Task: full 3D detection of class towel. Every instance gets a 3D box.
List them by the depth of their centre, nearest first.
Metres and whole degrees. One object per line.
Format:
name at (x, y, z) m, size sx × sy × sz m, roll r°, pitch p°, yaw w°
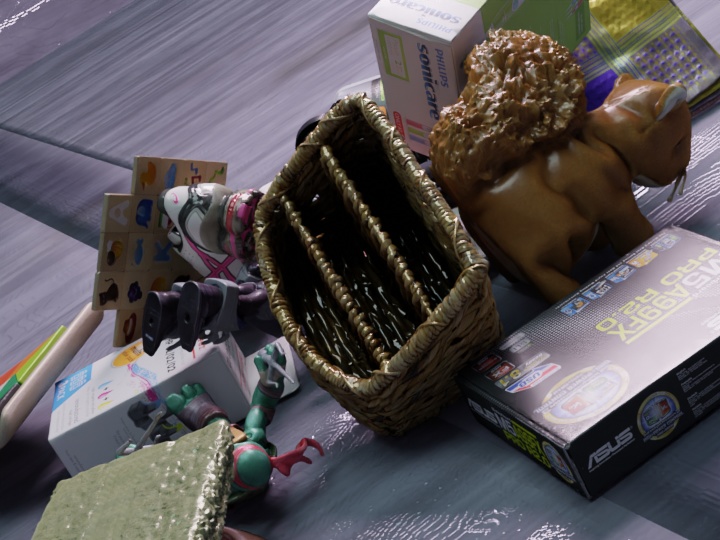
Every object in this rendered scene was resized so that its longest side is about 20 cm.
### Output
towel at (-0.148, 0.172, 0.970) m, size 0.148 × 0.037 × 0.200 m, roll -23°, pitch 22°, yaw 11°
towel at (0.215, -0.171, 1.354) m, size 0.199 × 0.144 × 0.023 m, roll -30°, pitch -16°, yaw -9°

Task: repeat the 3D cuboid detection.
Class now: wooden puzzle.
wooden puzzle at (-0.323, 0.126, 1.370) m, size 0.200 × 0.037 × 0.185 m, roll -42°, pitch 11°, yaw 36°

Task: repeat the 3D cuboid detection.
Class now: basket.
basket at (0.000, 0.000, 1.104) m, size 0.142 × 0.149 × 0.200 m, roll -29°, pitch 57°, yaw -3°

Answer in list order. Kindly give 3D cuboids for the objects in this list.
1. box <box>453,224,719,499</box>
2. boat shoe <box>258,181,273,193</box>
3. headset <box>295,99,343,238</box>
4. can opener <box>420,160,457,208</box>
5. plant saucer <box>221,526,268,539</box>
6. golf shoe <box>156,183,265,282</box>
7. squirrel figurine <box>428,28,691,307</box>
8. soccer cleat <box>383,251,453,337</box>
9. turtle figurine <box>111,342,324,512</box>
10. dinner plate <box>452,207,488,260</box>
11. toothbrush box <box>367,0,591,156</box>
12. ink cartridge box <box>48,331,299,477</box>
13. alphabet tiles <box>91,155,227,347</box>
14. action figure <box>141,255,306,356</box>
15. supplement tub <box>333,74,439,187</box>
box at (0.181, 0.053, 1.017) m, size 0.199 × 0.044 × 0.160 m, roll -34°, pitch 22°, yaw -11°
boat shoe at (-0.096, -0.046, 1.507) m, size 0.068 × 0.072 × 0.200 m, roll -38°, pitch 15°, yaw -2°
headset at (-0.015, -0.069, 1.329) m, size 0.200 × 0.093 × 0.124 m, roll 137°, pitch 142°, yaw -70°
can opener at (0.088, -0.079, 1.328) m, size 0.199 × 0.064 × 0.079 m, roll -8°, pitch 30°, yaw 40°
plant saucer at (-0.138, 0.235, 1.019) m, size 0.199 × 0.035 × 0.201 m, roll -24°, pitch 23°, yaw 11°
golf shoe at (-0.122, -0.027, 1.370) m, size 0.092 × 0.200 × 0.073 m, roll 13°, pitch 68°, yaw 12°
squirrel figurine at (0.156, -0.093, 1.154) m, size 0.187 × 0.200 × 0.142 m, roll -42°, pitch 17°, yaw -2°
soccer cleat at (0.030, -0.010, 1.235) m, size 0.085 × 0.069 × 0.200 m, roll -19°, pitch 45°, yaw -8°
turtle figurine at (-0.111, 0.129, 1.128) m, size 0.149 × 0.101 × 0.200 m, roll -31°, pitch 8°, yaw -24°
dinner plate at (0.064, -0.021, 1.344) m, size 0.199 × 0.024 × 0.200 m, roll -23°, pitch 23°, yaw 10°
toothbrush box at (0.104, -0.206, 1.269) m, size 0.086 × 0.146 × 0.200 m, roll 22°, pitch 58°, yaw 28°
ink cartridge box at (-0.158, 0.097, 1.290) m, size 0.199 × 0.068 × 0.115 m, roll -27°, pitch 22°, yaw 2°
alphabet tiles at (-0.169, -0.017, 1.375) m, size 0.006 × 0.168 × 0.200 m, roll 11°, pitch 7°, yaw 30°
action figure at (-0.078, 0.025, 1.247) m, size 0.199 × 0.070 × 0.130 m, roll -10°, pitch 17°, yaw -41°
supplement tub at (0.084, -0.142, 1.438) m, size 0.199 × 0.123 × 0.123 m, roll -17°, pitch 24°, yaw 15°
